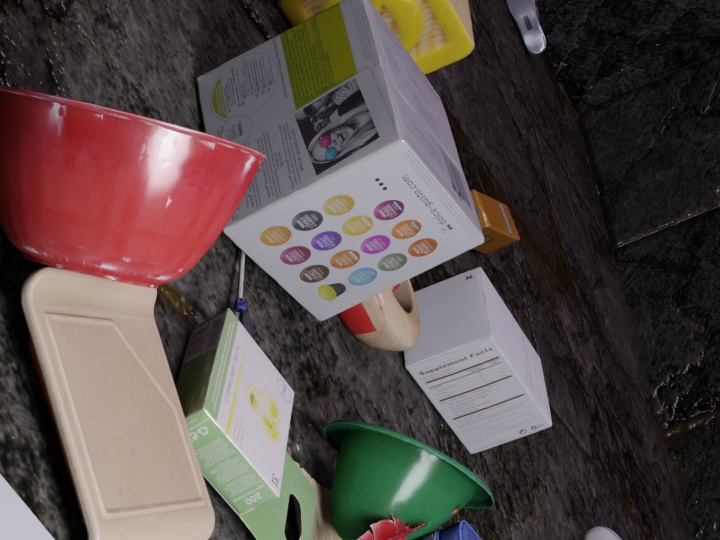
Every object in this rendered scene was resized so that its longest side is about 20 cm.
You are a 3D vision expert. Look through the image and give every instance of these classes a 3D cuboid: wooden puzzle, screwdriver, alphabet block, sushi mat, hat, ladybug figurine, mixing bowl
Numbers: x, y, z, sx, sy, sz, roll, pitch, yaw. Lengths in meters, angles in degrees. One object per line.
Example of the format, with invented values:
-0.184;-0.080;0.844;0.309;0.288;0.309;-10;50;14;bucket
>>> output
-0.173;0.104;1.097;0.185;0.037;0.201;14;60;-70;wooden puzzle
-0.106;0.019;1.414;0.028;0.029;0.201;59;20;-30;screwdriver
0.018;-0.366;1.996;0.196;0.195;0.201;53;22;-37;alphabet block
-0.029;0.272;1.371;0.096;0.012;0.201;44;29;-53;sushi mat
0.006;0.245;1.393;0.200;0.165;0.177;37;65;-33;hat
0.000;0.000;1.694;0.201;0.072;0.136;67;17;-8;ladybug figurine
-0.174;-0.051;1.069;0.200;0.199;0.109;13;91;-70;mixing bowl

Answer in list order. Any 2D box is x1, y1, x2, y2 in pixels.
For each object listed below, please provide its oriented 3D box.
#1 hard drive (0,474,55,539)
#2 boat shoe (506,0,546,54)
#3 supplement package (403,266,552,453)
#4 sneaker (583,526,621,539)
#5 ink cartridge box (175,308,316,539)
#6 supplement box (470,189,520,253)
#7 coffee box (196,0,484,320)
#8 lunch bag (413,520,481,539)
-0.208;0.126;0.793;0.200;0.026;0.132;42;3;29;hard drive
0.396;-0.615;3.733;0.057;0.068;0.201;-52;125;-80;boat shoe
0.142;0.114;1.922;0.200;0.117;0.117;54;22;-41;supplement package
0.359;0.460;2.260;0.114;0.072;0.202;36;36;-56;sneaker
-0.079;0.150;1.282;0.200;0.048;0.146;53;21;-24;ink cartridge box
0.183;-0.073;2.374;0.069;0.066;0.200;71;16;9;supplement box
-0.022;-0.108;1.532;0.200;0.197;0.201;46;24;-51;coffee box
0.083;0.340;1.426;0.136;0.132;0.201;50;24;-46;lunch bag
